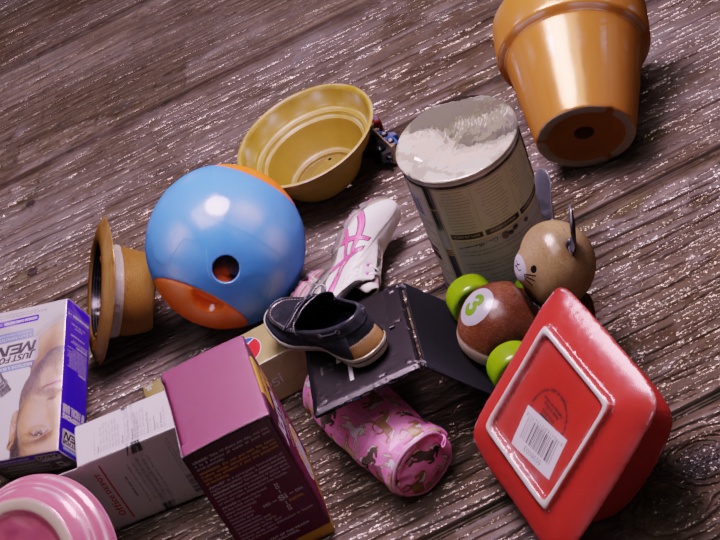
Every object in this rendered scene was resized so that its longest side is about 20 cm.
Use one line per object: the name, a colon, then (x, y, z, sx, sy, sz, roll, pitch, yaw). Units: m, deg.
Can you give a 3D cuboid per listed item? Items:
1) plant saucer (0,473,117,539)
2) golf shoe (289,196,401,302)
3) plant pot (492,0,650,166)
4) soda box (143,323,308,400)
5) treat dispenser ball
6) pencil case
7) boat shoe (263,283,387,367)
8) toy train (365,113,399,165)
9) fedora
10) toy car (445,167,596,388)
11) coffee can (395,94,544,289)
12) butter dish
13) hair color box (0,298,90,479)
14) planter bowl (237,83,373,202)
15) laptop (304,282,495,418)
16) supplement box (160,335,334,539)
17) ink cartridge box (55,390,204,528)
plant saucer: (-0.350, 0.320, 1.541, 0.198, 0.051, 0.204, -4, 82, 25)
golf shoe: (0.000, 0.000, 1.767, 0.091, 0.073, 0.201, 22, 69, 34)
plant pot: (0.270, -0.240, 1.799, 0.197, 0.201, 0.186, -12, 57, 15)
soda box: (-0.151, 0.133, 1.702, 0.198, 0.068, 0.064, -27, 40, -1)
treat dispenser ball: (-0.166, -0.030, 1.777, 0.198, 0.202, 0.202, -14, 41, 13)
pencil case: (0.017, 0.166, 1.572, 0.082, 0.088, 0.200, 4, 23, -38)
boat shoe: (-0.046, 0.053, 1.585, 0.075, 0.063, 0.199, -43, 30, -20)
toy train: (0.007, -0.199, 2.000, 0.045, 0.034, 0.200, -21, 38, -15)
fedora: (-0.301, 0.027, 1.842, 0.081, 0.203, 0.202, 3, 37, -17)
toy car: (0.188, 0.002, 1.538, 0.155, 0.202, 0.165, -3, 32, -17)
coffee can: (0.138, -0.079, 1.673, 0.144, 0.201, 0.148, -14, 42, 13)
butter dish: (0.234, 0.155, 1.431, 0.201, 0.146, 0.200, -61, 38, 21)
hair color box: (-0.397, 0.145, 1.776, 0.108, 0.065, 0.203, -12, 63, 17)
planter bowl: (-0.060, -0.153, 1.942, 0.198, 0.084, 0.202, -17, 41, 15)
laptop: (0.049, 0.104, 1.589, 0.198, 0.104, 0.178, -26, 28, 7)
supplement box: (-0.118, 0.192, 1.520, 0.102, 0.201, 0.132, -25, 41, 0)
ink cartridge box: (-0.245, 0.213, 1.628, 0.198, 0.117, 0.068, -22, 39, 4)
